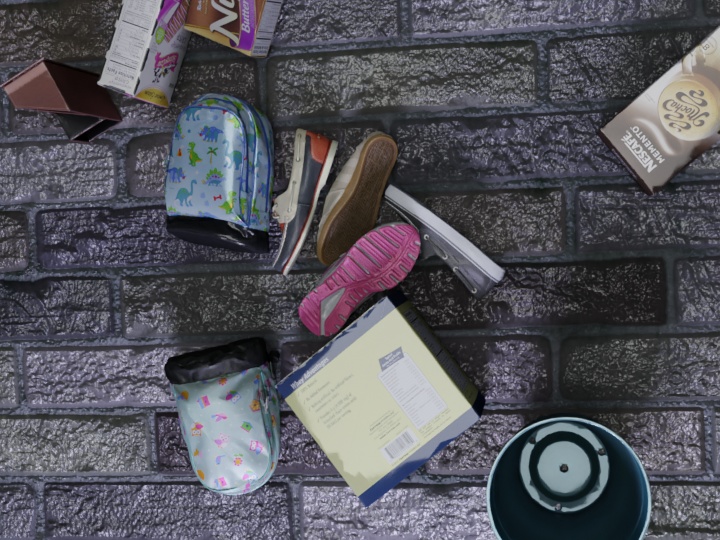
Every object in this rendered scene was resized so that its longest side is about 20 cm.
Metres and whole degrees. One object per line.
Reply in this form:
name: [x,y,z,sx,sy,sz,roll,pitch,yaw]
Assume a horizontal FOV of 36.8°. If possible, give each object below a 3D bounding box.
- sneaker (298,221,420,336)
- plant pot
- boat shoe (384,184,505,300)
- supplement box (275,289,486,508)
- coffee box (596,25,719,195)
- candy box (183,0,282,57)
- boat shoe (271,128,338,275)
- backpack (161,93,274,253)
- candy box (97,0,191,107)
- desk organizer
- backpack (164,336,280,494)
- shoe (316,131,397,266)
sneaker: [0.000,0.000,1.477,0.199,0.088,0.082,-38,99,17]
plant pot: [0.264,0.275,1.398,0.197,0.188,0.203,0,92,9]
boat shoe: [0.103,-0.035,1.479,0.199,0.070,0.067,38,96,-1]
supplement box: [0.031,0.167,1.460,0.199,0.134,0.201,-39,86,9]
coffee box: [0.419,-0.204,1.407,0.200,0.080,0.113,-41,86,9]
candy box: [-0.160,-0.408,1.483,0.116,0.056,0.202,25,107,18]
boat shoe: [-0.089,-0.095,1.500,0.062,0.071,0.203,19,90,-5]
backpack: [-0.192,-0.141,1.493,0.161,0.154,0.203,12,80,25]
candy box: [-0.283,-0.335,1.493,0.060,0.136,0.203,20,96,9]
desk organizer: [-0.404,-0.229,1.486,0.071,0.200,0.078,-30,89,9]
backpack: [-0.185,0.208,1.504,0.164,0.127,0.203,-12,93,6]
shoe: [-0.008,-0.101,1.503,0.069,0.053,0.202,19,105,-29]
